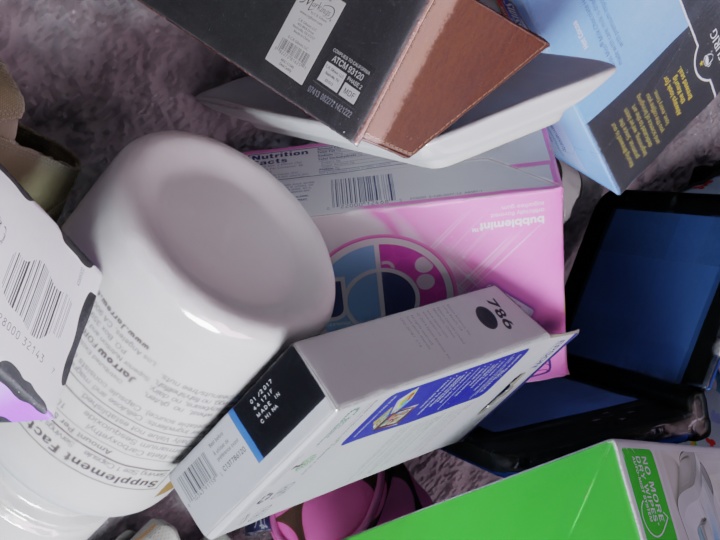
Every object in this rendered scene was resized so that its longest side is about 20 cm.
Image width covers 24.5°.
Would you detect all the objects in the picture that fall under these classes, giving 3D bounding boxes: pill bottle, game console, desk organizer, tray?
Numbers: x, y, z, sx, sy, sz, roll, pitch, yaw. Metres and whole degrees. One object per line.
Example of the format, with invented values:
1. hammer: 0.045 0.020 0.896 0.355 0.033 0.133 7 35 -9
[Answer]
1. pill bottle: -0.109 0.043 0.740 0.114 0.115 0.200 7 138 -42
2. game console: 0.112 0.028 0.917 0.169 0.200 0.120 -10 96 -17
3. desk organizer: -0.021 -0.113 0.695 0.077 0.200 0.072 20 103 -47
4. tray: 0.015 -0.077 0.750 0.107 0.199 0.022 -22 112 -27

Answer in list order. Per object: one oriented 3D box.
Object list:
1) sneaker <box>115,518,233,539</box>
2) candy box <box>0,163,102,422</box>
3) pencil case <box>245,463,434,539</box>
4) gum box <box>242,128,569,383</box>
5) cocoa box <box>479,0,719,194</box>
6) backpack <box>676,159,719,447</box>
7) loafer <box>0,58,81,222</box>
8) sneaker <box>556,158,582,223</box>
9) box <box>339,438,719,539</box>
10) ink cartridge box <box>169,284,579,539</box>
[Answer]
1. sneaker: -0.137 0.177 0.881 0.199 0.075 0.093 2 108 -49
2. candy box: -0.220 -0.021 0.604 0.200 0.166 0.072 54 41 -45
3. pencil case: 0.016 0.182 0.991 0.090 0.094 0.200 -18 137 20
4. gum box: 0.000 0.000 0.822 0.197 0.066 0.115 -6 125 0
5. cocoa box: 0.097 -0.163 0.810 0.131 0.133 0.200 -45 136 -9
6. backpack: 0.249 0.056 1.030 0.146 0.200 0.185 -30 133 -22
7. loafer: -0.182 -0.073 0.679 0.068 0.075 0.200 -47 145 -8
8. sneaker: 0.037 -0.006 0.912 0.201 0.066 0.091 -50 133 -8
9. box: 0.099 0.161 0.855 0.199 0.098 0.176 -25 159 30
10. ink cartridge box: 0.012 0.058 0.751 0.199 0.039 0.100 -10 149 -53
